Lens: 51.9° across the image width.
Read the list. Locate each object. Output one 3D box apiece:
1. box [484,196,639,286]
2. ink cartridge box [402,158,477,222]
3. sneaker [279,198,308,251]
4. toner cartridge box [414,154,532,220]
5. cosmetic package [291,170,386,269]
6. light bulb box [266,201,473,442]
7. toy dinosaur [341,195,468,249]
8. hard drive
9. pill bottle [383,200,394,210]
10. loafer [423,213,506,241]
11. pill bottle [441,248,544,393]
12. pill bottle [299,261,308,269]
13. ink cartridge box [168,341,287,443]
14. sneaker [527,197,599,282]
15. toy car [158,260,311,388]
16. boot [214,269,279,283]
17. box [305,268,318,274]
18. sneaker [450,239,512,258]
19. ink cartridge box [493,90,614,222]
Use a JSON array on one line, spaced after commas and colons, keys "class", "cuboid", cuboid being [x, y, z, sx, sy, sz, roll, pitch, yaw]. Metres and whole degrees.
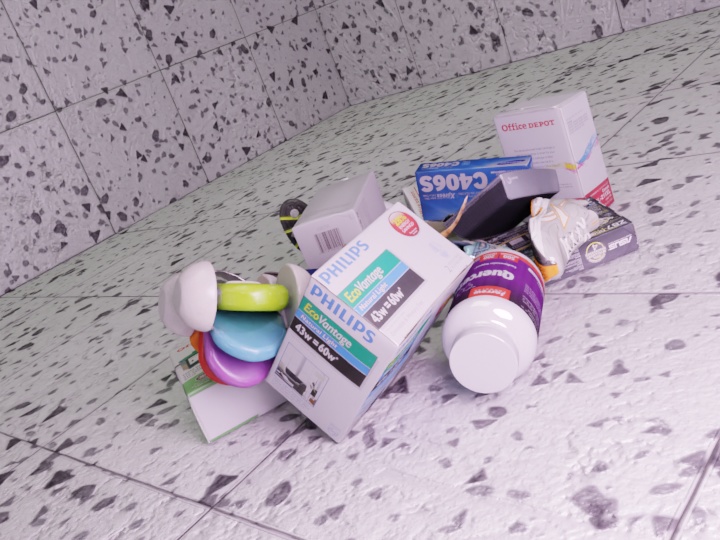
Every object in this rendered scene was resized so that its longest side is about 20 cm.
[{"class": "box", "cuboid": [0.295, -0.039, 1.125, 0.198, 0.050, 0.161, -22, 17, 1]}, {"class": "ink cartridge box", "cuboid": [0.156, -0.119, 1.402, 0.198, 0.067, 0.116, -22, 49, -2]}, {"class": "sneaker", "cuboid": [-0.076, -0.051, 1.377, 0.075, 0.200, 0.076, -44, 4, -3]}, {"class": "toner cartridge box", "cuboid": [0.199, -0.141, 1.282, 0.198, 0.096, 0.043, -2, 30, 24]}, {"class": "cosmetic package", "cuboid": [-0.030, -0.087, 1.227, 0.112, 0.082, 0.200, -15, 20, 19]}, {"class": "light bulb box", "cuboid": [0.010, 0.061, 0.895, 0.198, 0.124, 0.201, -42, -15, -45]}, {"class": "toy dinosaur", "cuboid": [0.072, -0.027, 1.072, 0.198, 0.107, 0.061, -16, 54, 3]}, {"class": "hard drive", "cuboid": [0.224, -0.101, 1.131, 0.135, 0.043, 0.199, -42, -17, 34]}, {"class": "pill bottle", "cuboid": [0.018, -0.084, 1.401, 0.109, 0.111, 0.199, -29, 27, -21]}, {"class": "loafer", "cuboid": [0.169, -0.067, 1.228, 0.198, 0.070, 0.075, -11, -19, -33]}, {"class": "pill bottle", "cuboid": [0.162, 0.060, 0.898, 0.111, 0.114, 0.200, -13, 20, 23]}, {"class": "pill bottle", "cuboid": [0.000, 0.000, 1.252, 0.198, 0.110, 0.109, -15, 19, 19]}, {"class": "ink cartridge box", "cuboid": [-0.192, 0.150, 1.092, 0.145, 0.085, 0.200, -27, 20, -16]}, {"class": "sneaker", "cuboid": [0.281, -0.054, 1.015, 0.091, 0.076, 0.201, -9, 27, 19]}, {"class": "toy car", "cuboid": [-0.155, 0.072, 0.933, 0.173, 0.152, 0.199, 2, -10, -28]}, {"class": "boot", "cuboid": [-0.170, 0.040, 1.181, 0.073, 0.180, 0.200, -65, 7, -13]}, {"class": "box", "cuboid": [-0.001, 0.042, 1.120, 0.198, 0.121, 0.033, -2, 50, 43]}, {"class": "sneaker", "cuboid": [0.152, -0.019, 1.100, 0.085, 0.079, 0.200, 15, -5, -14]}, {"class": "ink cartridge box", "cuboid": [0.330, -0.190, 1.261, 0.082, 0.202, 0.145, -33, 22, -31]}]
